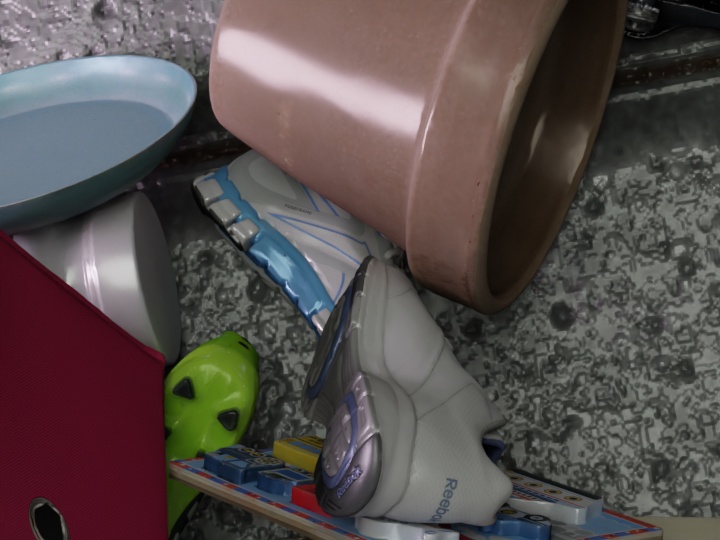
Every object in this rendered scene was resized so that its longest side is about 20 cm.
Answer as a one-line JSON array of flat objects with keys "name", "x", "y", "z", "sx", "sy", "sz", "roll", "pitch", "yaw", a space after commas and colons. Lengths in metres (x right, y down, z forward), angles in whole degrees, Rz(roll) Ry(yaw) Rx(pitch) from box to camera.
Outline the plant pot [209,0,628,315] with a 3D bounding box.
[{"name": "plant pot", "x": 0.022, "y": -0.097, "z": 1.150, "sx": 0.173, "sy": 0.200, "sz": 0.202, "roll": 19, "pitch": 82, "yaw": 16}]

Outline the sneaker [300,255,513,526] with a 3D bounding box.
[{"name": "sneaker", "x": 0.022, "y": 0.063, "z": 1.079, "sx": 0.087, "sy": 0.200, "sz": 0.075, "roll": 19, "pitch": 117, "yaw": -13}]

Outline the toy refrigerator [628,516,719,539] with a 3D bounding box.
[{"name": "toy refrigerator", "x": 0.081, "y": 0.164, "z": 1.111, "sx": 0.198, "sy": 0.076, "sz": 0.070, "roll": 1, "pitch": 47, "yaw": -12}]

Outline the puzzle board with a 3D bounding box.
[{"name": "puzzle board", "x": 0.024, "y": 0.108, "z": 1.096, "sx": 0.199, "sy": 0.150, "sz": 0.018, "roll": 16, "pitch": 106, "yaw": 49}]

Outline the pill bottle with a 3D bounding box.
[{"name": "pill bottle", "x": -0.203, "y": 0.023, "z": 1.213, "sx": 0.198, "sy": 0.116, "sz": 0.117, "roll": -12, "pitch": 76, "yaw": 7}]

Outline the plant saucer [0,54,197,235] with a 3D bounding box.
[{"name": "plant saucer", "x": -0.180, "y": -0.063, "z": 1.211, "sx": 0.198, "sy": 0.200, "sz": 0.028, "roll": -11, "pitch": 116, "yaw": 8}]

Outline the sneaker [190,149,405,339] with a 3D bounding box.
[{"name": "sneaker", "x": 0.000, "y": 0.000, "z": 1.207, "sx": 0.087, "sy": 0.075, "sz": 0.200, "roll": -40, "pitch": 75, "yaw": -6}]

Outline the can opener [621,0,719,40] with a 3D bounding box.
[{"name": "can opener", "x": 0.208, "y": -0.147, "z": 1.203, "sx": 0.199, "sy": 0.063, "sz": 0.079, "roll": 17, "pitch": 81, "yaw": 13}]

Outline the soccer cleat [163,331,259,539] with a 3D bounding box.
[{"name": "soccer cleat", "x": -0.115, "y": 0.117, "z": 1.206, "sx": 0.067, "sy": 0.081, "sz": 0.200, "roll": 38, "pitch": 108, "yaw": -3}]

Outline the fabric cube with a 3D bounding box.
[{"name": "fabric cube", "x": -0.218, "y": 0.111, "z": 1.069, "sx": 0.199, "sy": 0.196, "sz": 0.200, "roll": -26, "pitch": 46, "yaw": 23}]

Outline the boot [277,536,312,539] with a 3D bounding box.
[{"name": "boot", "x": -0.006, "y": 0.180, "z": 1.165, "sx": 0.198, "sy": 0.074, "sz": 0.096, "roll": -1, "pitch": 84, "yaw": 11}]
